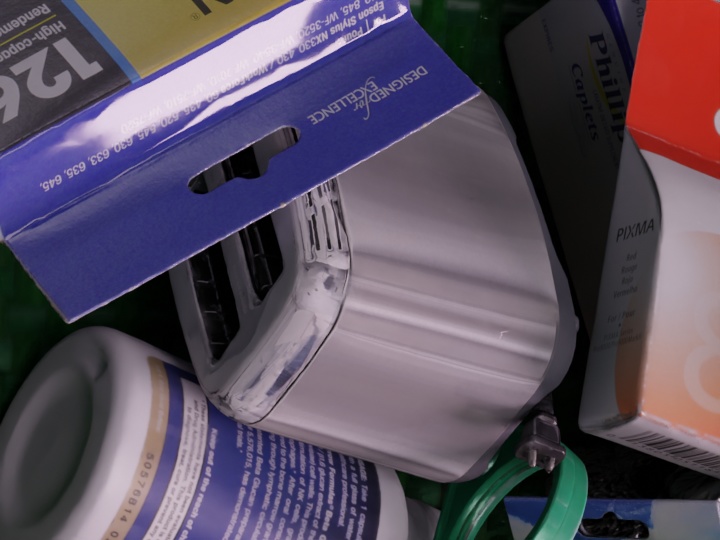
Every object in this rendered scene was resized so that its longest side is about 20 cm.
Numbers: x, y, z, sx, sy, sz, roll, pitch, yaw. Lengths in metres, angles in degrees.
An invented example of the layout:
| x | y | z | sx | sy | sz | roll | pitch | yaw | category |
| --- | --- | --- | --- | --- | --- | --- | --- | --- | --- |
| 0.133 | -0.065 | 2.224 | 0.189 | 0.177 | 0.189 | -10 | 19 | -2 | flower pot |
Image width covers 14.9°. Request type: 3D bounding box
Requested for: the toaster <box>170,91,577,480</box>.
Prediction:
| x | y | z | sx | sy | sz | roll | pitch | yaw | category |
| --- | --- | --- | --- | --- | --- | --- | --- | --- | --- |
| 0.000 | 0.000 | 1.118 | 0.128 | 0.201 | 0.114 | 14 | 132 | -30 | toaster |

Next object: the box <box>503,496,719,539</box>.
| x | y | z | sx | sy | sz | roll | pitch | yaw | category |
| --- | --- | --- | --- | --- | --- | --- | --- | --- | --- |
| 0.116 | 0.196 | 1.154 | 0.048 | 0.121 | 0.201 | -29 | 109 | -45 | box |

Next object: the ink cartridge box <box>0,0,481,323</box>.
| x | y | z | sx | sy | sz | roll | pitch | yaw | category |
| --- | --- | --- | --- | --- | --- | --- | --- | --- | --- |
| -0.088 | -0.100 | 1.065 | 0.197 | 0.200 | 0.047 | -30 | 147 | -23 | ink cartridge box |

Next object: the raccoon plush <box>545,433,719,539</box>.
| x | y | z | sx | sy | sz | roll | pitch | yaw | category |
| --- | --- | --- | --- | --- | --- | --- | --- | --- | --- |
| 0.150 | 0.142 | 1.233 | 0.096 | 0.200 | 0.135 | -24 | 102 | 8 | raccoon plush |

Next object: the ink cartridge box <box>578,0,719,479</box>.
| x | y | z | sx | sy | sz | roll | pitch | yaw | category |
| --- | --- | --- | --- | --- | --- | --- | --- | --- | --- |
| 0.180 | -0.009 | 1.137 | 0.161 | 0.050 | 0.202 | 19 | 74 | -27 | ink cartridge box |

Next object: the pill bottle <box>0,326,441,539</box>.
| x | y | z | sx | sy | sz | roll | pitch | yaw | category |
| --- | --- | --- | --- | --- | --- | --- | --- | --- | --- |
| -0.050 | 0.109 | 1.157 | 0.199 | 0.111 | 0.112 | 26 | 85 | -30 | pill bottle |

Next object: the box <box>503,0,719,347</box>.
| x | y | z | sx | sy | sz | roll | pitch | yaw | category |
| --- | --- | --- | --- | --- | --- | --- | --- | --- | --- |
| 0.189 | -0.054 | 1.245 | 0.199 | 0.105 | 0.185 | -13 | 84 | -28 | box |

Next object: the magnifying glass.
| x | y | z | sx | sy | sz | roll | pitch | yaw | category |
| --- | --- | --- | --- | --- | --- | --- | --- | --- | --- |
| 0.056 | 0.081 | 1.169 | 0.022 | 0.200 | 0.080 | 38 | 106 | -21 | magnifying glass |
